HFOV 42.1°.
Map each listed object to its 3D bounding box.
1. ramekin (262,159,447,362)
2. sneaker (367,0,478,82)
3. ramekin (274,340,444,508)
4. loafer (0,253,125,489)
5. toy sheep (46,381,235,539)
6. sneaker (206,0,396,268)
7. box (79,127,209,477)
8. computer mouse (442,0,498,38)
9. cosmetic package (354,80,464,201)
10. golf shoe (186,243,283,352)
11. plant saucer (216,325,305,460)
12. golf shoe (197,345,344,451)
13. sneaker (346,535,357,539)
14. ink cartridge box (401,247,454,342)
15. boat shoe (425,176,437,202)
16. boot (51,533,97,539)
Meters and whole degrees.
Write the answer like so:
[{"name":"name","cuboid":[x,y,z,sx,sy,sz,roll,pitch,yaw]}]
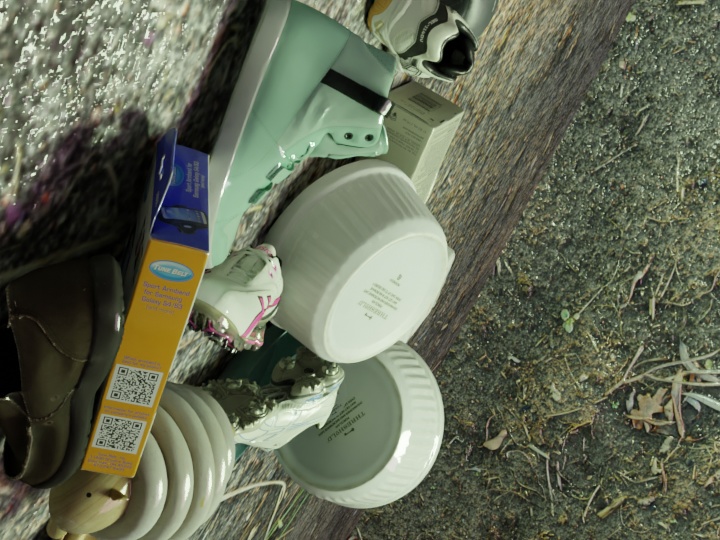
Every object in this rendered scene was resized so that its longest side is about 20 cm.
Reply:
[{"name":"ramekin","cuboid":[0.000,0.000,0.928,0.200,0.094,0.205,-30,144,-24]},{"name":"sneaker","cuboid":[0.071,-0.205,0.876,0.076,0.087,0.199,-53,166,13]},{"name":"ramekin","cuboid":[-0.011,0.166,1.055,0.203,0.198,0.105,-59,158,2]},{"name":"loafer","cuboid":[-0.194,0.060,0.555,0.070,0.074,0.202,5,135,-27]},{"name":"toy sheep","cuboid":[-0.162,0.150,0.722,0.140,0.137,0.199,-62,163,18]},{"name":"sneaker","cuboid":[-0.045,-0.074,0.651,0.074,0.116,0.203,-97,-150,-63]},{"name":"box","cuboid":[-0.133,0.015,0.591,0.120,0.041,0.202,-104,-145,-55]},{"name":"computer mouse","cuboid":[0.124,-0.305,0.963,0.138,0.052,0.202,-43,160,-54]},{"name":"cosmetic package","cuboid":[0.034,-0.098,1.042,0.103,0.072,0.203,-37,155,-59]},{"name":"golf shoe","cuboid":[-0.106,0.015,0.771,0.200,0.071,0.094,56,59,-87]},{"name":"plant saucer","cuboid":[-0.127,0.136,1.040,0.202,0.036,0.201,-56,168,-18]},{"name":"golf shoe","cuboid":[-0.103,0.152,0.923,0.197,0.078,0.099,-15,128,-30]},{"name":"sneaker","cuboid":[-0.029,1.044,3.371,0.079,0.114,0.200,-63,167,24]},{"name":"ink cartridge box","cuboid":[0.055,0.051,1.452,0.200,0.084,0.147,-45,162,-43]},{"name":"boat shoe","cuboid":[0.032,-0.072,1.172,0.066,0.057,0.203,19,100,-41]},{"name":"boot","cuboid":[-0.203,0.218,0.844,0.200,0.075,0.074,-35,156,-59]}]
